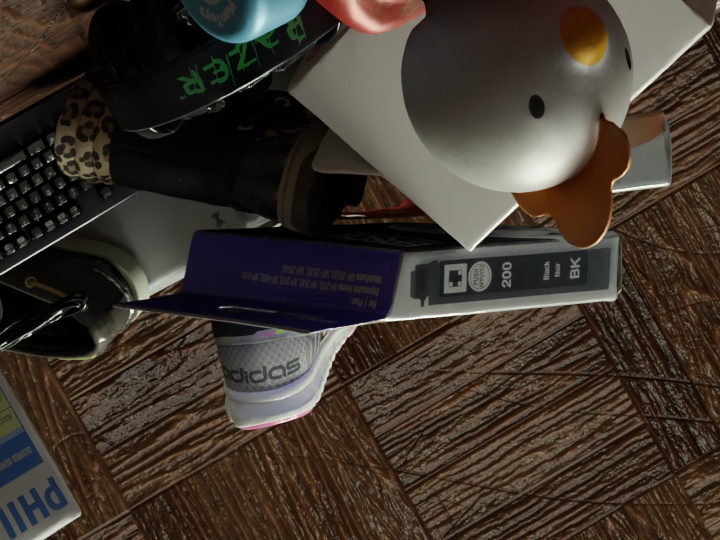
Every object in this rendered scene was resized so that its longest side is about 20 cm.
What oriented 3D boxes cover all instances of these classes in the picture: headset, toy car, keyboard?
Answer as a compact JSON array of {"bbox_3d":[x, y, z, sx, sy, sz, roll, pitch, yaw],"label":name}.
[{"bbox_3d":[-0.059,-0.101,1.109,0.123,0.094,0.200,-30,-162,-1],"label":"headset"},{"bbox_3d":[0.061,-0.106,0.962,0.184,0.201,0.177,-31,-178,-33],"label":"toy car"},{"bbox_3d":[-0.213,-0.003,1.344,0.199,0.128,0.021,-31,-154,-9],"label":"keyboard"}]

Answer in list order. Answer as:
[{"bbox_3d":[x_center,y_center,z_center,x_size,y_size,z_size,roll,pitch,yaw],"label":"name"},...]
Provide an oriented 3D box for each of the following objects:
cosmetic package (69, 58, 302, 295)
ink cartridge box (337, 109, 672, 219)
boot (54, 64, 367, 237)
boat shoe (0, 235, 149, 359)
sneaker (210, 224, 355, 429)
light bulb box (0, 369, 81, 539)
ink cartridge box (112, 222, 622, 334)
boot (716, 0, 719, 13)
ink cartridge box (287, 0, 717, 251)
[{"bbox_3d":[-0.107,-0.067,1.505,0.199,0.123,0.200,-29,-178,38],"label":"cosmetic package"},{"bbox_3d":[0.067,-0.062,1.434,0.199,0.050,0.162,-4,-177,-10],"label":"ink cartridge box"},{"bbox_3d":[-0.071,-0.075,1.310,0.150,0.074,0.200,12,-161,8],"label":"boot"},{"bbox_3d":[-0.227,0.012,1.435,0.200,0.072,0.061,4,-145,23],"label":"boat shoe"},{"bbox_3d":[-0.046,0.009,1.436,0.073,0.088,0.200,-3,-152,13],"label":"sneaker"},{"bbox_3d":[-0.269,0.082,1.100,0.125,0.201,0.198,-29,-179,37],"label":"light bulb box"},{"bbox_3d":[0.000,0.000,1.272,0.199,0.044,0.198,-6,-173,-36],"label":"ink cartridge box"},{"bbox_3d":[0.162,-0.160,1.360,0.200,0.077,0.139,-101,-154,-56],"label":"boot"},{"bbox_3d":[0.067,-0.121,1.190,0.200,0.125,0.129,-44,-168,30],"label":"ink cartridge box"}]
